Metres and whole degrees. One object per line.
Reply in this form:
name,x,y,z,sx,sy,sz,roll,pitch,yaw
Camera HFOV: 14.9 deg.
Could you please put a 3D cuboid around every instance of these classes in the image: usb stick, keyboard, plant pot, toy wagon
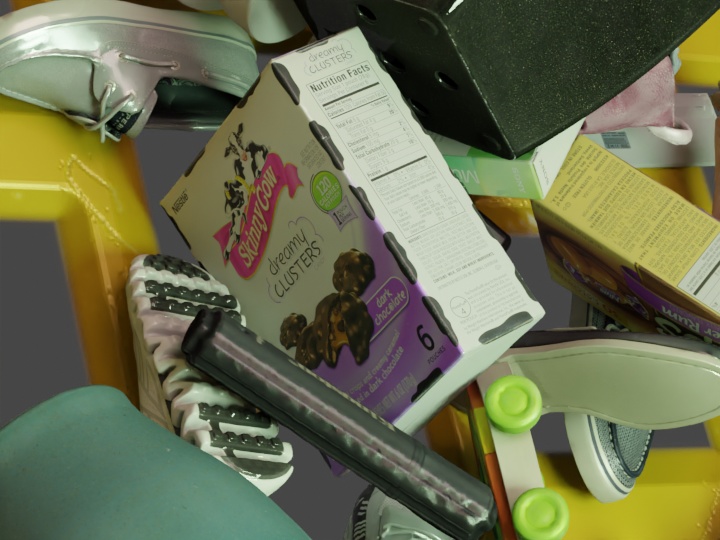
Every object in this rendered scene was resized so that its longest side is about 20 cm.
usb stick,-0.010,0.086,1.522,0.199,0.033,0.055,34,15,-8
keyboard,0.171,-0.095,1.880,0.199,0.011,0.057,-3,69,-33
plant pot,0.069,-0.184,1.597,0.178,0.199,0.200,-53,140,-18
plant pot,-0.123,0.170,1.421,0.199,0.201,0.188,-24,61,-40
toy wagon,0.099,0.156,1.592,0.039,0.155,0.201,-12,66,0

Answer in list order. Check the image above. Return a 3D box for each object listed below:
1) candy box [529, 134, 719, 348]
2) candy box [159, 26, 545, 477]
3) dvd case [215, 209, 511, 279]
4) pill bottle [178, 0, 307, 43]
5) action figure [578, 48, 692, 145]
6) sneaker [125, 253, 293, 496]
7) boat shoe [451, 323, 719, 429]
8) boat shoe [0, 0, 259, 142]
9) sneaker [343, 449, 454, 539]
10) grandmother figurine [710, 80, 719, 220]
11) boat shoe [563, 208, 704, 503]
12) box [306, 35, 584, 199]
candy box,0.200,0.012,1.651,0.200,0.117,0.057,36,75,24
candy box,-0.009,-0.009,1.581,0.071,0.168,0.201,-25,76,-37
dvd case,0.000,0.000,1.706,0.142,0.018,0.200,39,49,-5
pill bottle,-0.101,-0.229,1.681,0.111,0.112,0.200,-23,55,-39
action figure,0.108,-0.105,1.797,0.200,0.133,0.150,-44,133,-29
sneaker,-0.102,0.070,1.566,0.075,0.081,0.201,14,36,-29
boat shoe,0.140,0.050,1.658,0.073,0.199,0.063,61,42,-35
boat shoe,-0.141,-0.115,1.651,0.200,0.070,0.072,-1,57,-37
sneaker,0.039,0.173,1.560,0.075,0.115,0.201,28,51,-15
grandmother figurine,0.251,-0.024,1.822,0.060,0.121,0.202,4,78,8
boat shoe,0.183,0.046,1.732,0.075,0.092,0.201,42,41,-44
box,0.047,-0.110,1.691,0.145,0.199,0.036,-61,141,-35
